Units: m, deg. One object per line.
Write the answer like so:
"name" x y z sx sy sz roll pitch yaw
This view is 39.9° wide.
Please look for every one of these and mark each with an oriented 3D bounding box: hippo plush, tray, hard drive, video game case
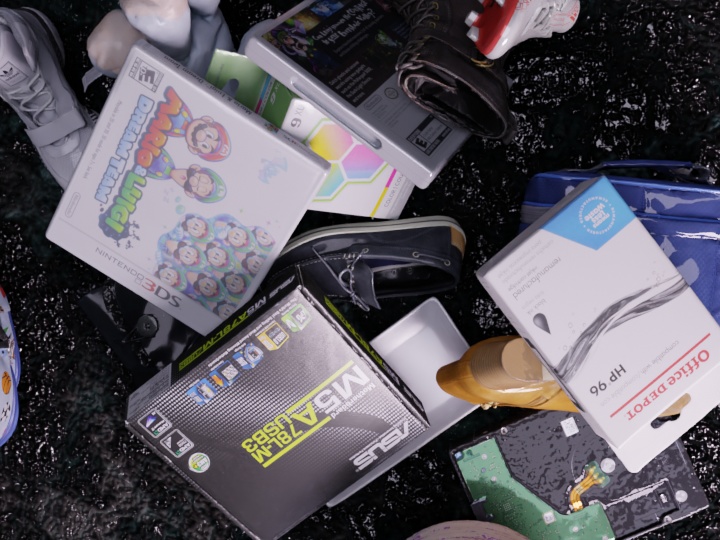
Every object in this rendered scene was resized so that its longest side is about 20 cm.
"hippo plush" -0.136 -0.173 0.854 0.160 0.160 0.200 41 124 -10
"tray" 0.021 0.124 0.934 0.199 0.022 0.108 -36 89 9
"hard drive" 0.196 0.185 0.904 0.197 0.038 0.142 -26 90 8
"video game case" 0.023 -0.170 0.838 0.181 0.200 0.023 37 132 4
"video game case" -0.146 -0.057 0.820 0.180 0.024 0.201 32 119 -6

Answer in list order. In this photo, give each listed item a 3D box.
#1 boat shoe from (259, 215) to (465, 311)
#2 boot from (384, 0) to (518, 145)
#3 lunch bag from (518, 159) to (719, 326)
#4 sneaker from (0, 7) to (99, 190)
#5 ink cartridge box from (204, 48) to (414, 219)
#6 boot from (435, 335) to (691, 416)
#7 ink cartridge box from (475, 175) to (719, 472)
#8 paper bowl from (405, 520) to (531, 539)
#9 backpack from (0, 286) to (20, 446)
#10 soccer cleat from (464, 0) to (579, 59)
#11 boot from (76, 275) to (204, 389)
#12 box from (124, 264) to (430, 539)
"boat shoe" 0.000 0.000 0.899 0.196 0.075 0.063 -8 55 5
"boot" 0.055 -0.202 0.819 0.198 0.175 0.070 30 131 -8
"lunch bag" 0.232 -0.026 0.835 0.196 0.136 0.135 4 95 5
"sneaker" -0.300 -0.154 0.916 0.074 0.115 0.203 -24 90 9
"ink cartridge box" -0.040 -0.110 0.839 0.197 0.060 0.105 6 129 -29
"boot" 0.175 0.089 0.852 0.197 0.144 0.072 7 77 -14
"ink cartridge box" 0.191 0.046 0.737 0.116 0.068 0.201 -39 91 1
"paper bowl" 0.100 0.317 0.863 0.197 0.104 0.205 3 102 14
"backpack" -0.412 0.097 0.931 0.197 0.154 0.194 -13 84 15
"soccer cleat" 0.141 -0.220 0.817 0.084 0.201 0.069 33 126 -9
"boot" -0.153 0.043 0.926 0.198 0.076 0.170 -28 93 15
"box" -0.070 0.125 0.871 0.199 0.048 0.194 -36 115 9
